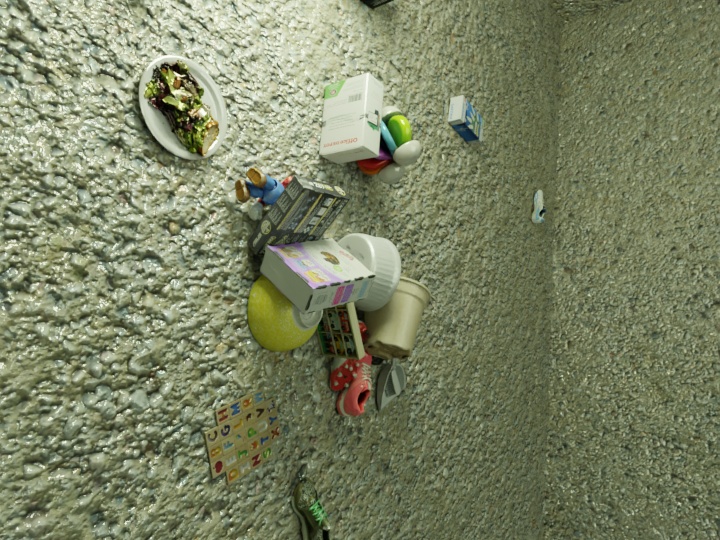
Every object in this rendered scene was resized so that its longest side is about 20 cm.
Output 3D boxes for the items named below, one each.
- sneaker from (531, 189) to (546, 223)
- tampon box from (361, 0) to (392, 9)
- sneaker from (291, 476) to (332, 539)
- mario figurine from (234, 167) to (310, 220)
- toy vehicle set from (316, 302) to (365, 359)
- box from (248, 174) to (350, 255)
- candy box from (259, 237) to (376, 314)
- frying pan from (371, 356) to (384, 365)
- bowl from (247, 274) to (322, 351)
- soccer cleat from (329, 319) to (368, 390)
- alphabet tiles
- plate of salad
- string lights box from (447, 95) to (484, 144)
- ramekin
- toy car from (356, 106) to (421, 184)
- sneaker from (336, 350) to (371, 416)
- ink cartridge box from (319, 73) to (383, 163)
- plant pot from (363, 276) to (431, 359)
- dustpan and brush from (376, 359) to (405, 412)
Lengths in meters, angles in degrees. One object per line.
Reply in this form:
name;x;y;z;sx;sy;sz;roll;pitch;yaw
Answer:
sneaker;0.968;-0.345;2.738;0.072;0.072;0.201;34;61;-45
tampon box;0.034;-0.862;1.436;0.199;0.149;0.127;0;89;-54
sneaker;-0.103;0.595;1.237;0.077;0.088;0.201;-30;112;-49
mario figurine;-0.179;-0.162;1.141;0.200;0.123;0.107;6;86;-58
toy vehicle set;-0.065;0.124;1.281;0.026;0.124;0.201;-29;111;-50
box;-0.137;-0.113;1.152;0.161;0.200;0.049;1;46;-54
candy box;-0.093;0.006;1.142;0.199;0.168;0.072;-11;132;-47
frying pan;0.020;0.214;1.468;0.189;0.031;0.116;16;76;-49
bowl;-0.151;0.091;1.180;0.200;0.107;0.202;5;84;-54
soccer cleat;-0.040;0.222;1.360;0.068;0.085;0.201;13;100;-36
alphabet tiles;-0.252;0.361;1.116;0.200;0.006;0.168;-16;102;-52
plate of salad;-0.337;-0.320;0.999;0.199;0.048;0.202;2;87;-53
string lights box;0.420;-0.595;2.019;0.200;0.059;0.104;23;72;-51
ramekin;0.000;0.000;1.320;0.097;0.200;0.202;17;75;-44
toy car;0.058;-0.346;1.420;0.149;0.200;0.176;-15;71;-34
sneaker;0.006;0.302;1.387;0.074;0.086;0.201;31;66;-36
ink cartridge box;-0.024;-0.395;1.342;0.084;0.145;0.202;15;77;-53
plant pot;0.085;0.140;1.404;0.200;0.199;0.185;41;52;-44
dustpan and brush;0.095;0.312;1.540;0.139;0.057;0.201;-27;110;-51
